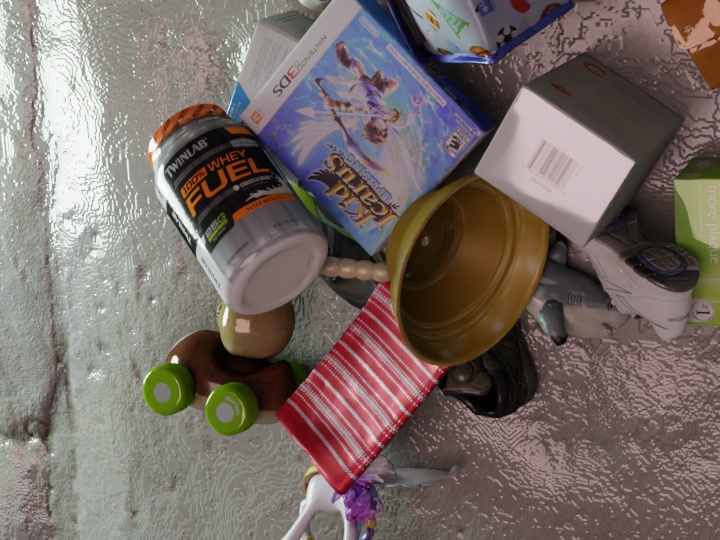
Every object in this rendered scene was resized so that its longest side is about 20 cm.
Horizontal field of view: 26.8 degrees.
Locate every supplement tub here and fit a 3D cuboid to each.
[{"bbox_3d":[-0.129,-0.066,1.526,0.123,0.122,0.201,-52,59,29],"label":"supplement tub"}]

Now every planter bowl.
[{"bbox_3d":[0.086,-0.015,1.470,0.083,0.199,0.203,30,120,44],"label":"planter bowl"}]

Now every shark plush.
[{"bbox_3d":[0.188,-0.005,1.565,0.083,0.091,0.201,-41,70,5],"label":"shark plush"}]

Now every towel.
[{"bbox_3d":[0.005,0.118,1.581,0.201,0.022,0.145,-51,46,9],"label":"towel"}]

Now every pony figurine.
[{"bbox_3d":[-0.011,0.246,1.665,0.191,0.166,0.203,6,77,40],"label":"pony figurine"}]

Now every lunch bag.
[{"bbox_3d":[0.076,-0.284,1.394,0.123,0.200,0.171,-33,110,-13],"label":"lunch bag"}]

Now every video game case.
[{"bbox_3d":[0.004,-0.148,1.503,0.200,0.045,0.181,46,119,5],"label":"video game case"}]

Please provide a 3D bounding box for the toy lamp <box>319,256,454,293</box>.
[{"bbox_3d":[0.000,0.000,1.570,0.197,0.058,0.059,7,110,15],"label":"toy lamp"}]

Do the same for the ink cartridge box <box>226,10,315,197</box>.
[{"bbox_3d":[-0.031,-0.160,1.589,0.199,0.084,0.146,31,117,14],"label":"ink cartridge box"}]

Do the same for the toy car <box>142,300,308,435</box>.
[{"bbox_3d":[-0.134,0.059,1.674,0.156,0.164,0.203,15,103,20],"label":"toy car"}]

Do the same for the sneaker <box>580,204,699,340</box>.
[{"bbox_3d":[0.253,-0.003,1.467,0.200,0.074,0.088,-127,27,-53],"label":"sneaker"}]

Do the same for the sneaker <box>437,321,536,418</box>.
[{"bbox_3d":[0.117,0.061,1.574,0.075,0.114,0.202,-15,95,28],"label":"sneaker"}]

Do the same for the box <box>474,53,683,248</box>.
[{"bbox_3d":[0.209,-0.118,1.420,0.124,0.200,0.098,35,117,11],"label":"box"}]

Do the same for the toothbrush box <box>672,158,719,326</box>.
[{"bbox_3d":[0.402,-0.026,1.424,0.198,0.086,0.148,2,108,24],"label":"toothbrush box"}]

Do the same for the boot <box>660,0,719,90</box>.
[{"bbox_3d":[0.338,-0.275,1.382,0.143,0.071,0.203,-19,102,26],"label":"boot"}]

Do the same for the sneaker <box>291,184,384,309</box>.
[{"bbox_3d":[-0.055,-0.024,1.646,0.199,0.081,0.074,39,119,9],"label":"sneaker"}]

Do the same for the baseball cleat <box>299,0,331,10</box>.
[{"bbox_3d":[-0.030,-0.299,1.493,0.069,0.201,0.108,8,116,-3],"label":"baseball cleat"}]
